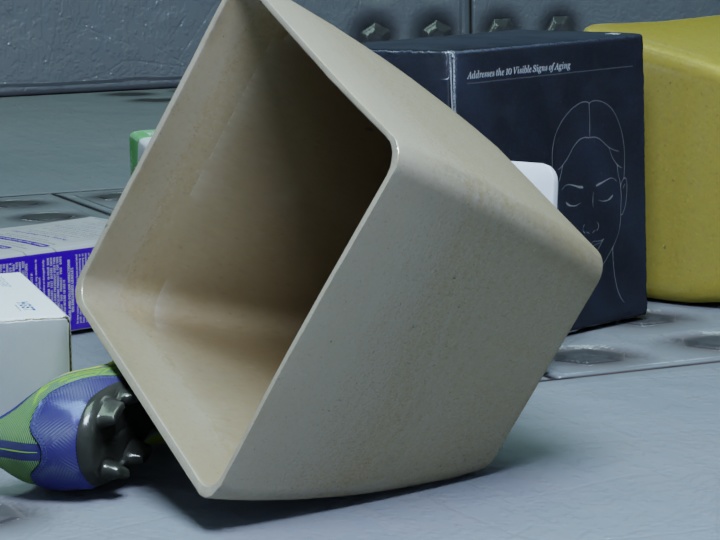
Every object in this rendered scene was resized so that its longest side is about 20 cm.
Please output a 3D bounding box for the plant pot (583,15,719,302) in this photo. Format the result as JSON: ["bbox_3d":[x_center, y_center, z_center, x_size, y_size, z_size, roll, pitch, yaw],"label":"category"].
[{"bbox_3d":[0.290,-0.072,1.848,0.195,0.195,0.200,-9,19,-43],"label":"plant pot"}]

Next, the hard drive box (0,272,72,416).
[{"bbox_3d":[-0.272,0.054,1.428,0.200,0.077,0.156,-4,10,-16],"label":"hard drive box"}]

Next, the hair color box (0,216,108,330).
[{"bbox_3d":[-0.232,0.007,1.756,0.200,0.065,0.109,-7,12,-42],"label":"hair color box"}]

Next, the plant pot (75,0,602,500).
[{"bbox_3d":[0.000,0.000,1.306,0.177,0.200,0.200,17,21,-36],"label":"plant pot"}]

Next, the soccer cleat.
[{"bbox_3d":[-0.135,0.069,1.362,0.084,0.065,0.200,1,10,16],"label":"soccer cleat"}]

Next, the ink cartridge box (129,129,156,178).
[{"bbox_3d":[-0.089,-0.009,1.582,0.087,0.146,0.200,-4,10,-13],"label":"ink cartridge box"}]

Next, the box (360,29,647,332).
[{"bbox_3d":[0.087,-0.059,1.718,0.124,0.197,0.200,8,12,44],"label":"box"}]

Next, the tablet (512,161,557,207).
[{"bbox_3d":[0.036,-0.009,1.620,0.200,0.130,0.014,6,8,34],"label":"tablet"}]
